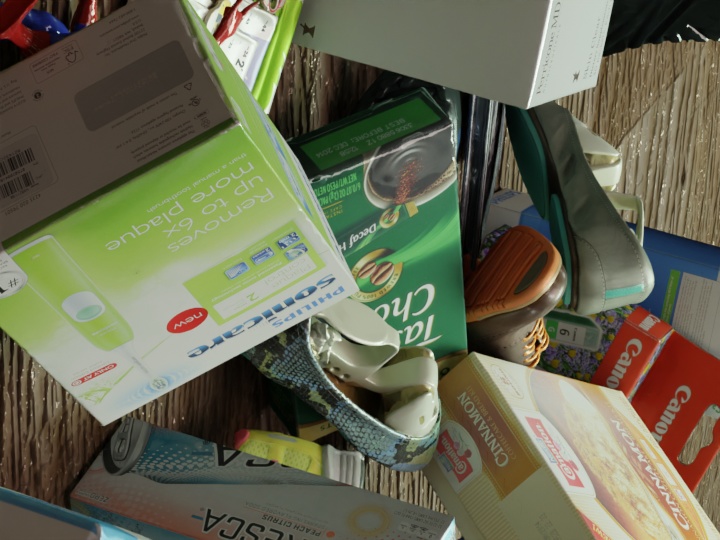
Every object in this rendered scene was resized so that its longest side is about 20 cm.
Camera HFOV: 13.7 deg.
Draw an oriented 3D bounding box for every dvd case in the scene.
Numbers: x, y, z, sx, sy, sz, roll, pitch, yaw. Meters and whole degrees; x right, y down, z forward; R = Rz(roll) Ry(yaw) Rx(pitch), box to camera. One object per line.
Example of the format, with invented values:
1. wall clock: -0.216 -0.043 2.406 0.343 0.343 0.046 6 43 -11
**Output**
1. dvd case: 0.080 -0.104 1.870 0.200 0.016 0.149 -73 169 -67

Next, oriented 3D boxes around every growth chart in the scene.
1. growth chart: -0.086 -0.102 1.556 0.200 0.018 0.145 0 106 -67

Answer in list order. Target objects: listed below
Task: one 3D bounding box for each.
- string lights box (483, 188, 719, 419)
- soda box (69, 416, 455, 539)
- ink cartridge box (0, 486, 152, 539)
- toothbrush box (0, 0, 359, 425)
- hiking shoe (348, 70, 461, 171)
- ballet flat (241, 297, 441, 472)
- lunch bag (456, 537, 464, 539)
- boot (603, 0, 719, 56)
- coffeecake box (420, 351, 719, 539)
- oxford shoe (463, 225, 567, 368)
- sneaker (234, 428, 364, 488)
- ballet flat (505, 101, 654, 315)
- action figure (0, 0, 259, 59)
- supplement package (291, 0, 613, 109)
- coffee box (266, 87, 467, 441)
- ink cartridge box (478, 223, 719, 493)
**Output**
1. string lights box: 0.170 0.021 2.015 0.059 0.199 0.103 -25 129 -64
2. soda box: -0.050 0.145 1.572 0.064 0.199 0.068 86 28 -42
3. ink cartridge box: -0.165 0.180 1.392 0.200 0.146 0.147 35 73 -67
4. toothbrush box: -0.103 -0.026 1.379 0.145 0.086 0.200 -28 155 3
5. hiking shoe: 0.025 -0.054 1.807 0.087 0.074 0.201 -63 167 -51
6. ballet flat: 0.004 0.058 1.684 0.200 0.074 0.075 33 74 -47
7. lunch bag: 0.020 0.241 1.841 0.136 0.199 0.133 48 26 -66
8. boot: 0.187 -0.220 1.848 0.076 0.199 0.169 52 36 -44
9. coffeecake box: 0.130 0.141 1.828 0.073 0.154 0.200 -42 153 19
10. oxford shoe: 0.093 0.024 1.832 0.071 0.073 0.200 -51 -171 -14
11. sneaker: -0.078 0.170 1.710 0.200 0.090 0.078 -60 -165 18
12. ballet flat: 0.138 -0.046 1.849 0.200 0.063 0.068 -104 -171 -48
13. action figure: -0.118 -0.121 1.391 0.099 0.065 0.200 -58 156 -6
14. supplement package: 0.063 -0.209 1.650 0.111 0.155 0.201 -23 127 -62
15. coffee box: 0.000 0.000 1.725 0.123 0.044 0.201 -22 135 -19
16. ink cartridge box: 0.147 0.068 1.964 0.109 0.200 0.050 -61 170 17
